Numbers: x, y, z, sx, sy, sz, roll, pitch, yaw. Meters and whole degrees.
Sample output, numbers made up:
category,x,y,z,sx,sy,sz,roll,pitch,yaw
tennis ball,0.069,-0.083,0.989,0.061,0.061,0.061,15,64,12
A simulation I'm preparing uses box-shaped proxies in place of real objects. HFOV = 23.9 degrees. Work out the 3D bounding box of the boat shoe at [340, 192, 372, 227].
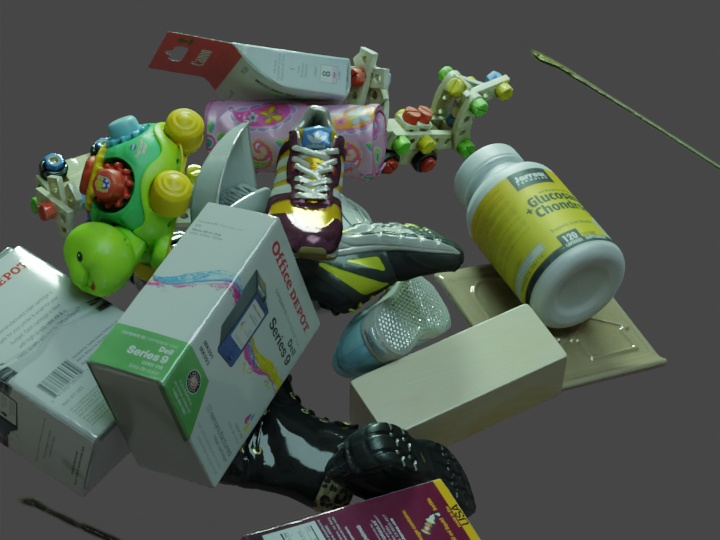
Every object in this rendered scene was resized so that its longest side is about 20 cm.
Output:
category,x,y,z,sx,sy,sz,roll,pitch,yaw
boat shoe,-0.010,-0.034,1.760,0.086,0.075,0.202,21,12,-26

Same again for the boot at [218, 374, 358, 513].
category,x,y,z,sx,sy,sz,roll,pitch,yaw
boot,-0.056,0.136,1.572,0.150,0.073,0.200,21,45,4

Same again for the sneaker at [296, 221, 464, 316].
category,x,y,z,sx,sy,sz,roll,pitch,yaw
sneaker,0.000,0.000,1.629,0.198,0.085,0.074,0,11,-6

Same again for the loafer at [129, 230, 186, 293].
category,x,y,z,sx,sy,sz,roll,pitch,yaw
loafer,-0.139,-0.015,1.710,0.199,0.072,0.063,-22,56,-27

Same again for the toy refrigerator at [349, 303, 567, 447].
category,x,y,z,sx,sy,sz,roll,pitch,yaw
toy refrigerator,0.093,0.114,1.628,0.199,0.070,0.076,-23,54,-20

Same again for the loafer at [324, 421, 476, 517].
category,x,y,z,sx,sy,sz,roll,pitch,yaw
loafer,0.038,0.186,1.514,0.200,0.070,0.068,33,34,-53

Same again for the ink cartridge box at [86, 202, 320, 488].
category,x,y,z,sx,sy,sz,roll,pitch,yaw
ink cartridge box,-0.131,0.062,1.479,0.087,0.146,0.200,11,50,28

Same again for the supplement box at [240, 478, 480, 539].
category,x,y,z,sx,sy,sz,roll,pitch,yaw
supplement box,-0.007,0.261,1.426,0.199,0.111,0.086,-12,50,-31

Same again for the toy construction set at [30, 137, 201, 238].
category,x,y,z,sx,sy,sz,roll,pitch,yaw
toy construction set,-0.255,-0.075,1.721,0.199,0.092,0.131,-10,48,-45

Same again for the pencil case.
category,x,y,z,sx,sy,sz,roll,pitch,yaw
pencil case,-0.071,-0.140,1.819,0.199,0.088,0.088,2,40,10

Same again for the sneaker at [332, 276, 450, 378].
category,x,y,z,sx,sy,sz,roll,pitch,yaw
sneaker,0.024,0.057,1.694,0.074,0.082,0.200,61,25,3

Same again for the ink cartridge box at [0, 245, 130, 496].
category,x,y,z,sx,sy,sz,roll,pitch,yaw
ink cartridge box,-0.280,0.086,1.529,0.199,0.086,0.146,30,41,14

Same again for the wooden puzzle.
category,x,y,z,sx,sy,sz,roll,pitch,yaw
wooden puzzle,0.194,0.060,1.779,0.184,0.046,0.200,-10,44,-30

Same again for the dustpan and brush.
category,x,y,z,sx,sy,sz,roll,pitch,yaw
dustpan and brush,-0.129,-0.046,1.589,0.057,0.140,0.200,6,26,30

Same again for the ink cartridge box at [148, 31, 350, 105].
category,x,y,z,sx,sy,sz,roll,pitch,yaw
ink cartridge box,-0.125,-0.205,1.857,0.199,0.162,0.057,3,82,-15

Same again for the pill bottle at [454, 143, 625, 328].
category,x,y,z,sx,sy,sz,roll,pitch,yaw
pill bottle,0.180,-0.042,1.771,0.111,0.112,0.200,-9,44,-29

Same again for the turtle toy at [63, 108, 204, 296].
category,x,y,z,sx,sy,sz,roll,pitch,yaw
turtle toy,-0.215,-0.060,1.581,0.100,0.146,0.201,14,52,-9

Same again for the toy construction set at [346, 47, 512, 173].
category,x,y,z,sx,sy,sz,roll,pitch,yaw
toy construction set,0.064,-0.177,1.896,0.199,0.131,0.092,8,38,-34

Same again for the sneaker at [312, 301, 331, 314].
category,x,y,z,sx,sy,sz,roll,pitch,yaw
sneaker,-0.096,0.035,1.682,0.199,0.081,0.074,2,12,-40

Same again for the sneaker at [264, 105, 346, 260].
category,x,y,z,sx,sy,sz,roll,pitch,yaw
sneaker,-0.049,-0.083,1.571,0.074,0.091,0.200,7,27,-9
